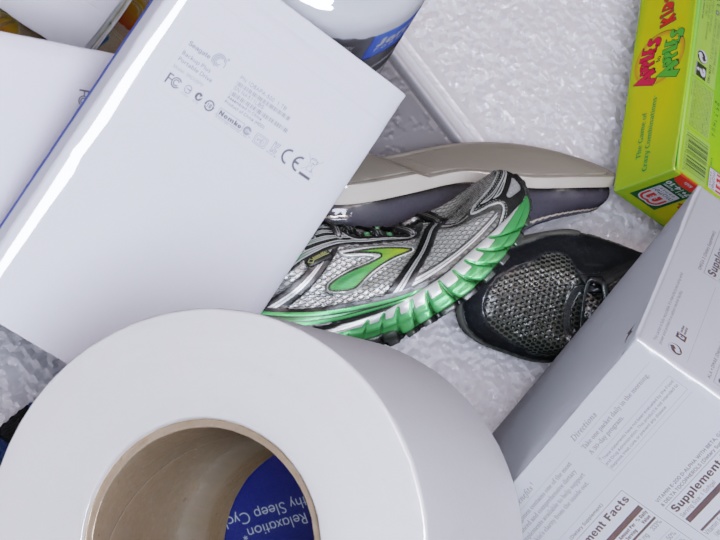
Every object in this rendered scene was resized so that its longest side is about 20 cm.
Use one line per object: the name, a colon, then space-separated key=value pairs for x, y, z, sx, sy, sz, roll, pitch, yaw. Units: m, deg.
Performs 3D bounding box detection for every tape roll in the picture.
tape roll: x=-0.043 y=0.122 z=0.857 sx=0.203 sy=0.139 sz=0.203 roll=-2 pitch=83 yaw=20

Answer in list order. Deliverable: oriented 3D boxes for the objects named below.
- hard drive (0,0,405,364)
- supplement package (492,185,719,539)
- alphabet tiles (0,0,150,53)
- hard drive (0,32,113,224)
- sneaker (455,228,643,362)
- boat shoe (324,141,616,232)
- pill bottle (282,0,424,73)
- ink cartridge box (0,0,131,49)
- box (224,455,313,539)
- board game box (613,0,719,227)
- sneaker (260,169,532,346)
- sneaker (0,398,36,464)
hard drive: x=-0.084 y=-0.038 z=0.942 sx=0.132 sy=0.025 sz=0.200 roll=34 pitch=88 yaw=-28
supplement package: x=0.138 y=0.089 z=0.952 sx=0.111 sy=0.200 sz=0.156 roll=36 pitch=35 yaw=-1
alphabet tiles: x=-0.119 y=-0.134 z=1.104 sx=0.200 sy=0.008 sz=0.167 roll=44 pitch=60 yaw=4
hard drive: x=-0.181 y=-0.049 z=0.951 sx=0.200 sy=0.025 sz=0.132 roll=9 pitch=84 yaw=-26
sneaker: x=0.156 y=0.024 z=1.059 sx=0.199 sy=0.114 sz=0.076 roll=10 pitch=93 yaw=-14
boat shoe: x=0.052 y=-0.033 z=1.098 sx=0.200 sy=0.073 sz=0.063 roll=-5 pitch=111 yaw=-27
pill bottle: x=-0.027 y=-0.150 z=1.023 sx=0.114 sy=0.200 sz=0.114 roll=7 pitch=64 yaw=-16
ink cartridge box: x=-0.156 y=-0.238 z=1.068 sx=0.147 sy=0.083 sz=0.200 roll=33 pitch=50 yaw=-14
box: x=-0.032 y=0.174 z=0.975 sx=0.121 sy=0.032 sz=0.200 roll=-13 pitch=72 yaw=-24
board game box: x=0.212 y=-0.114 z=1.164 sx=0.102 sy=0.048 sz=0.200 roll=32 pitch=57 yaw=-32
sneaker: x=0.000 y=0.000 z=1.009 sx=0.200 sy=0.078 sz=0.085 roll=-30 pitch=92 yaw=-10
sneaker: x=-0.159 y=0.140 z=0.935 sx=0.077 sy=0.076 sz=0.200 roll=41 pitch=54 yaw=-28
